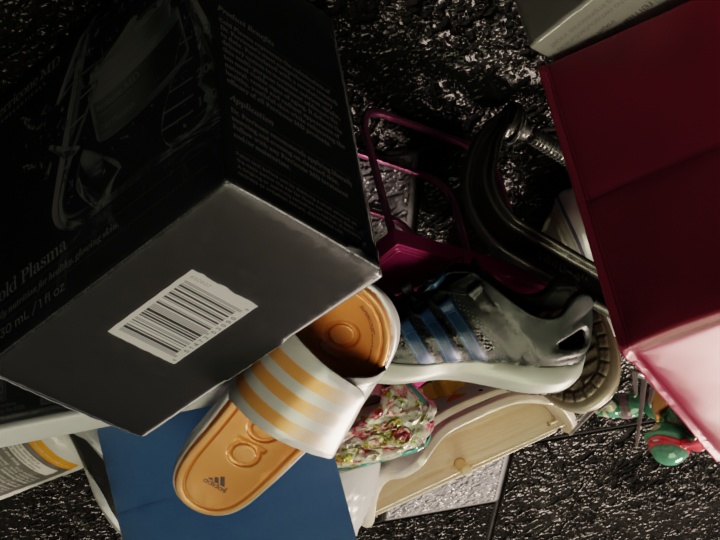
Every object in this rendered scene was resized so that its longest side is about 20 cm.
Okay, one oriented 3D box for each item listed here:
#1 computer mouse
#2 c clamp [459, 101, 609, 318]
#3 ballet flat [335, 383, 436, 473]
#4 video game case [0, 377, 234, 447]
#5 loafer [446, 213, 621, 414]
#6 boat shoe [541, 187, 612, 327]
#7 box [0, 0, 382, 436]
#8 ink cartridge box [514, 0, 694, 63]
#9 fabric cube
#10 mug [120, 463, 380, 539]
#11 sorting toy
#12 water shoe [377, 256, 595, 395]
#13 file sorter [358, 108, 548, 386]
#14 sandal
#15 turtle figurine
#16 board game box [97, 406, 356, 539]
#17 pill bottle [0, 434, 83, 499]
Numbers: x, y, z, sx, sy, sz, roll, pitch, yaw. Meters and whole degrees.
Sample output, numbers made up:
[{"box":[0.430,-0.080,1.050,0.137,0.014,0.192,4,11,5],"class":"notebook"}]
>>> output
[{"box":[-0.173,0.094,1.044,0.044,0.110,0.201,-17,107,26],"class":"computer mouse"},{"box":[0.151,-0.051,1.030,0.200,0.171,0.027,23,148,-25],"class":"c clamp"},{"box":[-0.046,0.113,1.033,0.199,0.076,0.064,-20,119,6],"class":"ballet flat"},{"box":[-0.154,0.022,0.967,0.199,0.182,0.023,-11,136,-5],"class":"video game case"},{"box":[0.132,0.028,1.066,0.076,0.200,0.068,-39,136,11],"class":"loafer"},{"box":[0.155,0.006,1.164,0.070,0.071,0.200,-18,153,2],"class":"boat shoe"},{"box":[-0.109,-0.047,0.858,0.200,0.197,0.124,-35,135,28],"class":"box"},{"box":[0.206,-0.169,0.904,0.200,0.085,0.145,20,135,-41],"class":"ink cartridge box"},{"box":[0.244,-0.035,0.857,0.199,0.201,0.196,-22,148,17],"class":"fabric cube"},{"box":[-0.092,0.160,1.138,0.200,0.148,0.176,38,100,-6],"class":"mug"},{"box":[0.079,0.121,1.185,0.199,0.107,0.180,-23,180,-9],"class":"sorting toy"},{"box":[0.049,0.025,0.935,0.199,0.072,0.079,6,111,-18],"class":"water shoe"},{"box":[0.000,0.000,1.042,0.139,0.126,0.200,15,138,-38],"class":"file sorter"},{"box":[-0.045,0.090,0.880,0.079,0.059,0.207,27,120,-15],"class":"sandal"},{"box":[0.239,0.082,1.184,0.100,0.200,0.150,25,147,-6],"class":"turtle figurine"},{"box":[-0.084,0.141,0.992,0.157,0.201,0.039,-19,168,15],"class":"board game box"},{"box":[-0.280,0.113,1.107,0.199,0.117,0.116,-22,147,23],"class":"pill bottle"}]
